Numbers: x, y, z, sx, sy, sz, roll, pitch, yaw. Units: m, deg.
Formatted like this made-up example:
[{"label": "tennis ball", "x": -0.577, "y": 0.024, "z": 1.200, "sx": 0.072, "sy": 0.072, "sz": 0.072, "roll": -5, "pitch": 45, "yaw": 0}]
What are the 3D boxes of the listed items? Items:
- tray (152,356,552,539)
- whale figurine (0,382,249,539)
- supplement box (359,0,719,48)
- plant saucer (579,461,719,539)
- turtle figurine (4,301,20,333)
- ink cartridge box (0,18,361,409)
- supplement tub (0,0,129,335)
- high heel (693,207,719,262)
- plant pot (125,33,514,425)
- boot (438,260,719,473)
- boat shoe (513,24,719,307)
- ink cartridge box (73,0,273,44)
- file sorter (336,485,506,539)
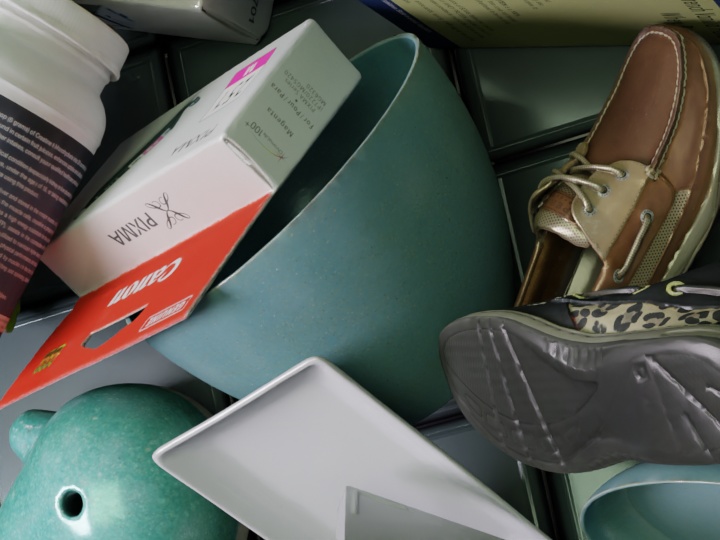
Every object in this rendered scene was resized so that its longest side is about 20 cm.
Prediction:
[{"label": "tray", "x": 0.003, "y": 0.109, "z": 0.994, "sx": 0.107, "sy": 0.200, "sz": 0.022, "roll": -32, "pitch": 38, "yaw": 25}, {"label": "whale figurine", "x": -0.157, "y": 0.145, "z": 1.090, "sx": 0.199, "sy": 0.104, "sz": 0.160, "roll": -33, "pitch": 73, "yaw": 15}, {"label": "supplement box", "x": 0.097, "y": -0.195, "z": 0.982, "sx": 0.198, "sy": 0.200, "sz": 0.136, "roll": 2, "pitch": 84, "yaw": 23}, {"label": "plant saucer", "x": 0.197, "y": 0.124, "z": 0.909, "sx": 0.198, "sy": 0.200, "sz": 0.028, "roll": 8, "pitch": 66, "yaw": 23}, {"label": "turtle figurine", "x": -0.283, "y": -0.002, "z": 1.159, "sx": 0.160, "sy": 0.064, "sz": 0.202, "roll": -9, "pitch": 101, "yaw": 12}, {"label": "ink cartridge box", "x": -0.106, "y": -0.025, "z": 1.025, "sx": 0.044, "sy": 0.174, "sz": 0.199, "roll": 46, "pitch": 143, "yaw": -15}, {"label": "supplement tub", "x": -0.218, "y": -0.055, "z": 1.053, "sx": 0.140, "sy": 0.140, "sz": 0.201, "roll": 25, "pitch": 84, "yaw": 23}, {"label": "high heel", "x": 0.231, "y": -0.010, "z": 0.966, "sx": 0.200, "sy": 0.071, "sz": 0.143, "roll": 38, "pitch": 104, "yaw": 33}, {"label": "plant pot", "x": 0.000, "y": 0.000, "z": 1.019, "sx": 0.200, "sy": 0.200, "sz": 0.135, "roll": -42, "pitch": 106, "yaw": 12}, {"label": "boot", "x": 0.146, "y": 0.027, "z": 0.911, "sx": 0.203, "sy": 0.153, "sz": 0.074, "roll": -1, "pitch": 112, "yaw": 53}, {"label": "boat shoe", "x": 0.121, "y": -0.024, "z": 0.986, "sx": 0.076, "sy": 0.071, "sz": 0.202, "roll": 15, "pitch": 90, "yaw": 56}, {"label": "ink cartridge box", "x": -0.145, "y": -0.216, "z": 1.145, "sx": 0.198, "sy": 0.086, "sz": 0.148, "roll": 9, "pitch": 86, "yaw": 23}, {"label": "file sorter", "x": 0.065, "y": 0.209, "z": 0.930, "sx": 0.198, "sy": 0.139, "sz": 0.125, "roll": 20, "pitch": 105, "yaw": -6}]
